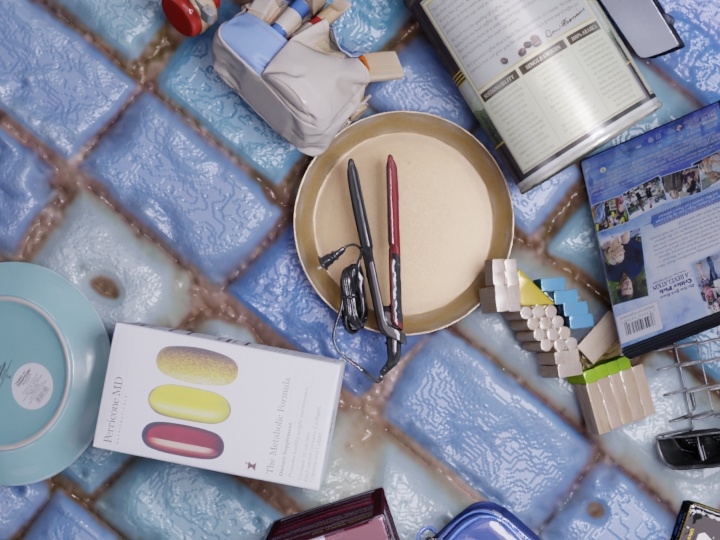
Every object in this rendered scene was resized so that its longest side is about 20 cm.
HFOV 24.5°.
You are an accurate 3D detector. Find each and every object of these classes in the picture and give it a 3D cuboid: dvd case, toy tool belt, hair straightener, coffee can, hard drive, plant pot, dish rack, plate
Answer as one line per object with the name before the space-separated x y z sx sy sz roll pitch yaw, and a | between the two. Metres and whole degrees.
dvd case | 0.271 -0.037 1.423 0.142 0.018 0.202 -23 56 24
toy tool belt | -0.067 -0.207 1.470 0.200 0.125 0.123 43 67 10
hair straightener | 0.000 0.000 1.470 0.076 0.041 0.202 -3 93 2
coffee can | 0.149 -0.189 1.438 0.146 0.146 0.201 -31 88 1
hard drive | 0.215 -0.273 1.448 0.042 0.135 0.201 -31 89 15
plant pot | 0.039 -0.042 1.497 0.198 0.027 0.202 0 88 1
dish rack | 0.309 0.065 1.431 0.054 0.153 0.202 -11 87 -37
plate | -0.317 0.092 1.483 0.198 0.026 0.202 -1 85 14

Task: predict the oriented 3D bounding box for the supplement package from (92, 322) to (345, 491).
supplement package | -0.121 0.117 1.455 0.198 0.110 0.115 10 88 2

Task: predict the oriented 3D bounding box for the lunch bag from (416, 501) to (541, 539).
lunch bag | 0.122 0.294 1.433 0.200 0.132 0.136 42 90 2

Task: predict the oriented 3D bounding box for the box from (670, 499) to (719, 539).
box | 0.333 0.323 1.469 0.158 0.049 0.202 19 89 4

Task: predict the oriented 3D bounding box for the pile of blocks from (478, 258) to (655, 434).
pile of blocks | 0.180 0.059 1.476 0.082 0.062 0.200 -42 97 -12

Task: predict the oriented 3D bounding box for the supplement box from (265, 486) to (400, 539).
supplement box | -0.022 0.237 1.404 0.108 0.200 0.061 -18 88 1
